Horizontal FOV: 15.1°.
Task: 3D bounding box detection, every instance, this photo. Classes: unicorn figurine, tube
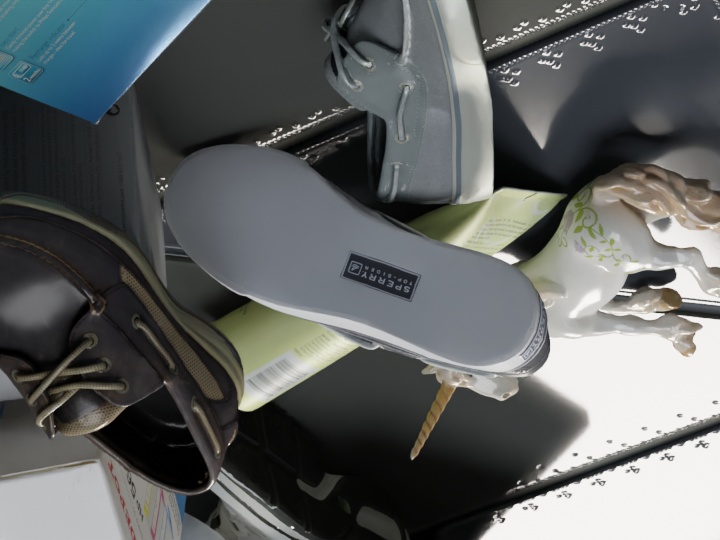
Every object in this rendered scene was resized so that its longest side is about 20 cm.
[{"bbox_3d":[0.116,0.010,1.379,0.137,0.074,0.200,10,127,-19],"label":"unicorn figurine"},{"bbox_3d":[0.009,0.006,1.369,0.200,0.058,0.052,-30,117,26],"label":"tube"}]

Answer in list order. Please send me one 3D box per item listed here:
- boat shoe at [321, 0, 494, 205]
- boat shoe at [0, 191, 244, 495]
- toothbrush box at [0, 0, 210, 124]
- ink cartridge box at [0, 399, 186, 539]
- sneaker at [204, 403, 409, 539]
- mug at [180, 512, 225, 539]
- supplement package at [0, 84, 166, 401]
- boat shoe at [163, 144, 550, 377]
[{"bbox_3d":[0.019,-0.092,1.223,0.071,0.070,0.201,-11,145,-1],"label":"boat shoe"},{"bbox_3d":[-0.115,0.035,1.182,0.074,0.073,0.200,-28,137,25],"label":"boat shoe"},{"bbox_3d":[-0.153,-0.162,1.091,0.200,0.085,0.146,19,135,-31],"label":"toothbrush box"},{"bbox_3d":[-0.165,0.120,1.336,0.125,0.200,0.129,-12,116,5],"label":"ink cartridge box"},{"bbox_3d":[-0.067,0.144,1.512,0.115,0.076,0.200,-27,141,21],"label":"sneaker"},{"bbox_3d":[-0.164,0.211,1.459,0.175,0.200,0.148,-28,159,-39],"label":"mug"},{"bbox_3d":[-0.195,-0.010,1.263,0.199,0.110,0.114,-7,142,1],"label":"supplement package"},{"bbox_3d":[0.000,0.000,1.296,0.199,0.072,0.068,20,169,17],"label":"boat shoe"}]
